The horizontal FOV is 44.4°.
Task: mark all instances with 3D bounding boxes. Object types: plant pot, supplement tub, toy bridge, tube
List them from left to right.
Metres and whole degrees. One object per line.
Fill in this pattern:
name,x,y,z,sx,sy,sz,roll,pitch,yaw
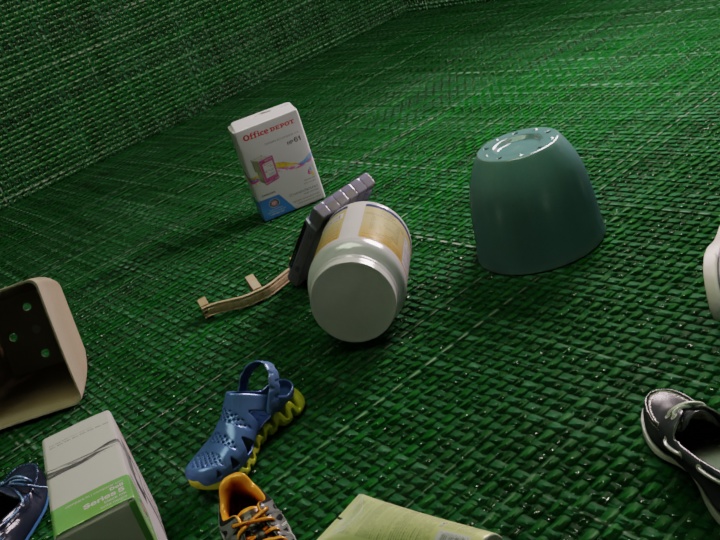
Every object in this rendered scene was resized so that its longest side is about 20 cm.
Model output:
plant pot,-0.546,0.119,1.407,0.196,0.203,0.177,-18,12,1
toy bridge,-0.178,0.030,1.498,0.197,0.028,0.067,-25,26,-12
supplement tub,0.000,0.000,1.277,0.142,0.147,0.201,-13,24,13
tube,0.045,0.251,0.825,0.198,0.053,0.057,0,-12,45
plant pot,0.251,-0.114,1.310,0.197,0.164,0.201,-16,24,7

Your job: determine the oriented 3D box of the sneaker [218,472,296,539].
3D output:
sneaker,-0.095,0.269,0.853,0.077,0.079,0.199,-26,25,-20

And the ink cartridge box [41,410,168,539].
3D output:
ink cartridge box,-0.257,0.258,0.911,0.083,0.148,0.200,-24,24,-14

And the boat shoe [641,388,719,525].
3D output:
boat shoe,0.313,0.153,0.804,0.074,0.061,0.200,-21,23,-5

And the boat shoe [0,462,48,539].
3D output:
boat shoe,-0.429,0.290,1.074,0.083,0.070,0.200,-20,23,-2

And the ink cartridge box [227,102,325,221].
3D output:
ink cartridge box,-0.174,-0.227,1.837,0.142,0.203,0.085,-22,23,-7

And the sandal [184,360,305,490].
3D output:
sandal,-0.148,0.182,1.072,0.078,0.088,0.200,-1,31,32

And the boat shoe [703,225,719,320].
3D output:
boat shoe,0.462,-0.012,1.028,0.091,0.076,0.200,-12,23,35

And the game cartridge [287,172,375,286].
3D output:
game cartridge,-0.052,-0.064,1.440,0.129,0.038,0.201,-31,-19,-33
